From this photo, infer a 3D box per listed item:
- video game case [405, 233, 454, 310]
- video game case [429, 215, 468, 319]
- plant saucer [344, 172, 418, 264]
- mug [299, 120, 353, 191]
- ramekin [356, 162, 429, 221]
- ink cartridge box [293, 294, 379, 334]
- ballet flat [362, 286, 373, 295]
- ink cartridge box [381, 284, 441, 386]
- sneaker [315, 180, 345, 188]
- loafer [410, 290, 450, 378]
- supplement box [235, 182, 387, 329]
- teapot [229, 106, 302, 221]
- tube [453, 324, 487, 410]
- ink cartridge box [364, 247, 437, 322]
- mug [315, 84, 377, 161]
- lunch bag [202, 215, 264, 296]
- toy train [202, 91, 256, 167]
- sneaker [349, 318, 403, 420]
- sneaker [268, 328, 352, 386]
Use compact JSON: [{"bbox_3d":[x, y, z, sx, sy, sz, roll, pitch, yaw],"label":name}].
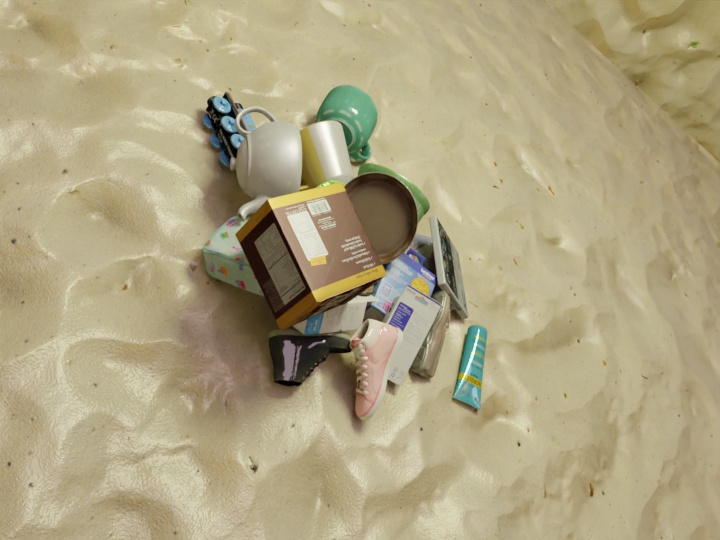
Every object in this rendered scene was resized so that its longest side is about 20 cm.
[{"bbox_3d":[0.152,-0.006,1.694,0.178,0.023,0.205,11,55,-29],"label":"video game case"},{"bbox_3d":[0.221,-0.007,1.675,0.182,0.023,0.204,50,30,-49],"label":"video game case"},{"bbox_3d":[0.033,-0.117,1.504,0.201,0.200,0.032,46,8,2],"label":"plant saucer"},{"bbox_3d":[-0.102,-0.247,1.624,0.157,0.183,0.149,68,17,10],"label":"mug"},{"bbox_3d":[0.061,-0.159,1.612,0.198,0.200,0.099,33,78,-12],"label":"ramekin"},{"bbox_3d":[-0.068,0.077,1.407,0.197,0.068,0.115,0,20,-43],"label":"ink cartridge box"},{"bbox_3d":[0.000,0.000,1.506,0.066,0.047,0.201,17,21,-7],"label":"ballet flat"},{"bbox_3d":[0.090,0.139,1.465,0.098,0.039,0.203,29,89,-13],"label":"ink cartridge box"},{"bbox_3d":[-0.109,-0.145,1.535,0.197,0.083,0.078,-31,100,-21],"label":"sneaker"},{"bbox_3d":[0.170,0.149,1.556,0.062,0.071,0.204,33,69,-33],"label":"loafer"},{"bbox_3d":[-0.091,-0.030,1.258,0.195,0.132,0.204,-19,79,-45],"label":"supplement box"},{"bbox_3d":[-0.208,-0.230,1.434,0.142,0.203,0.201,2,24,-15],"label":"teapot"},{"bbox_3d":[0.269,0.229,1.609,0.076,0.051,0.204,23,55,-10],"label":"tube"},{"bbox_3d":[0.093,0.045,1.559,0.135,0.076,0.203,33,56,-15],"label":"ink cartridge box"},{"bbox_3d":[-0.028,-0.369,1.719,0.183,0.152,0.116,34,46,-10],"label":"mug"},{"bbox_3d":[-0.209,-0.034,1.372,0.195,0.079,0.161,18,41,17],"label":"lunch bag"},{"bbox_3d":[-0.288,-0.319,1.557,0.113,0.087,0.203,-8,65,-47],"label":"toy train"},{"bbox_3d":[0.009,0.197,1.384,0.103,0.075,0.205,27,78,-26],"label":"sneaker"},{"bbox_3d":[-0.098,0.184,1.372,0.195,0.074,0.109,6,68,-30],"label":"sneaker"}]
